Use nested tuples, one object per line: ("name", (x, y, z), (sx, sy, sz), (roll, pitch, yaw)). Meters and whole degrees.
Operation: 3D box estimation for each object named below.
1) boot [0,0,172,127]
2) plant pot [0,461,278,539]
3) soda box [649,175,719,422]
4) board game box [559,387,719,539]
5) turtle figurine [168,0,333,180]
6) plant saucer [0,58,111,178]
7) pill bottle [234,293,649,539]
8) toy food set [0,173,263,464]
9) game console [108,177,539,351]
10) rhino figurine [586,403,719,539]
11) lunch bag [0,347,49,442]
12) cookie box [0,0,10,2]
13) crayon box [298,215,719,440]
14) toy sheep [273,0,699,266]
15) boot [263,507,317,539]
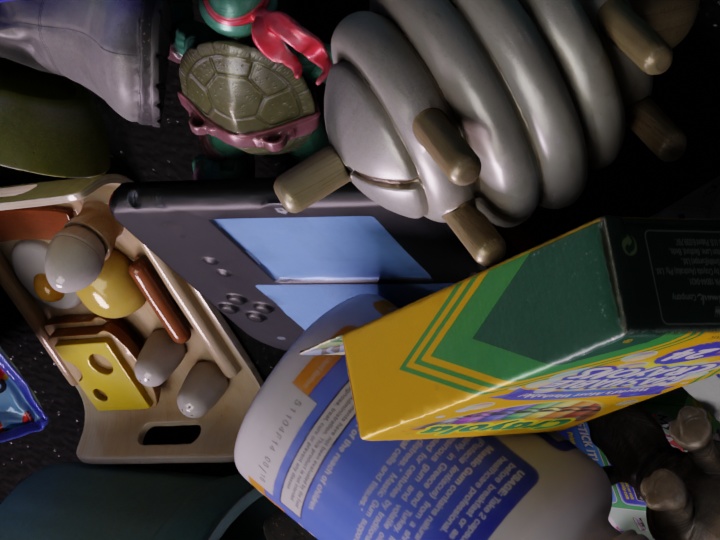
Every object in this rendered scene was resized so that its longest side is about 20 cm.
("boot", (-0.157, -0.110, 1.073), (0.131, 0.200, 0.070), (4, 99, -15))
("plant pot", (-0.114, 0.201, 1.397), (0.195, 0.200, 0.201), (7, 136, 39))
("soda box", (0.209, 0.050, 1.100), (0.200, 0.068, 0.063), (42, 141, -12))
("board game box", (0.140, 0.129, 1.262), (0.134, 0.029, 0.201), (3, 133, 32))
("turtle figurine", (-0.044, -0.097, 1.102), (0.149, 0.101, 0.201), (23, 148, 19))
("plant saucer", (-0.210, -0.102, 1.166), (0.199, 0.200, 0.031), (26, 102, 9))
("pill bottle", (0.047, 0.111, 1.117), (0.200, 0.112, 0.112), (38, 144, 18))
("toy food set", (-0.155, 0.032, 1.338), (0.143, 0.061, 0.201), (-5, 128, 37))
("game console", (0.000, 0.000, 1.159), (0.199, 0.031, 0.177), (-1, 158, 29))
("rhino figurine", (0.162, 0.108, 1.112), (0.200, 0.060, 0.088), (37, 169, 40))
("lunch bag", (-0.280, 0.010, 1.360), (0.150, 0.094, 0.201), (19, 136, 60))
("cookie box", (-0.181, -0.167, 1.020), (0.199, 0.170, 0.076), (15, 111, 43))
("crayon box", (0.083, 0.031, 1.015), (0.199, 0.125, 0.052), (-25, 71, 48))
("toy sheep", (0.053, -0.078, 0.995), (0.138, 0.199, 0.138), (60, 169, 20))
("boot", (0.055, 0.143, 1.188), (0.200, 0.131, 0.068), (43, -177, 17))
